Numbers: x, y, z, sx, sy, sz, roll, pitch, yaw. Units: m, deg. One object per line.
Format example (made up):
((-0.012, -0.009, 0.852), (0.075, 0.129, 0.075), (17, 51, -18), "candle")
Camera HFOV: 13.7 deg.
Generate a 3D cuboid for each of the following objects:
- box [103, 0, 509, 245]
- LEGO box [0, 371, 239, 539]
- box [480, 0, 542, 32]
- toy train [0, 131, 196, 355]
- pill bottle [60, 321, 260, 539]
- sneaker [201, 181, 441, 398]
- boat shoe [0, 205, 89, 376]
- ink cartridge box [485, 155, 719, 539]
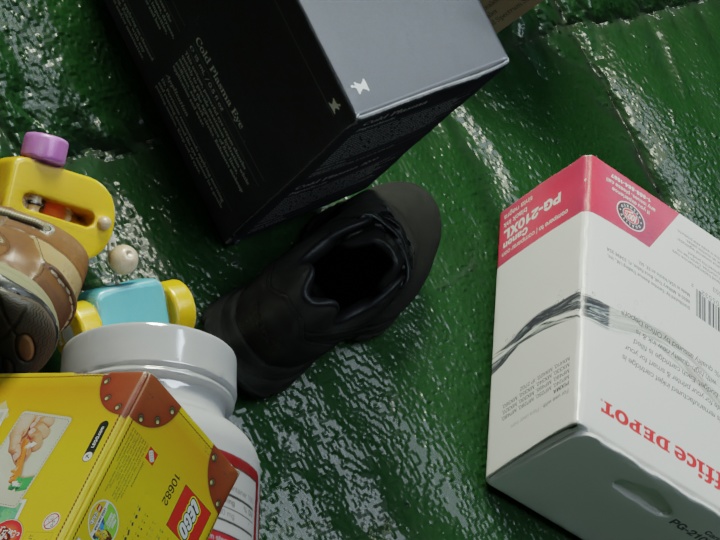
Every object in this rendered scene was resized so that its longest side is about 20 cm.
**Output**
((-0.041, -0.146, 1.578), (0.104, 0.182, 0.201), (-23, 82, -30), "box")
((-0.162, 0.143, 1.257), (0.077, 0.148, 0.201), (52, 51, -37), "LEGO box")
((0.031, -0.232, 1.799), (0.199, 0.095, 0.078), (28, 48, -29), "box")
((-0.169, 0.021, 1.458), (0.200, 0.055, 0.151), (47, 64, -27), "toy train")
((-0.102, 0.132, 1.383), (0.112, 0.112, 0.201), (21, 59, -36), "pill bottle")
((0.000, 0.000, 1.613), (0.076, 0.091, 0.200), (51, 38, -4), "sneaker")
((-0.213, -0.009, 1.346), (0.199, 0.076, 0.074), (19, 45, 17), "boat shoe")
((0.153, 0.058, 1.736), (0.144, 0.084, 0.201), (31, 45, -28), "ink cartridge box")
